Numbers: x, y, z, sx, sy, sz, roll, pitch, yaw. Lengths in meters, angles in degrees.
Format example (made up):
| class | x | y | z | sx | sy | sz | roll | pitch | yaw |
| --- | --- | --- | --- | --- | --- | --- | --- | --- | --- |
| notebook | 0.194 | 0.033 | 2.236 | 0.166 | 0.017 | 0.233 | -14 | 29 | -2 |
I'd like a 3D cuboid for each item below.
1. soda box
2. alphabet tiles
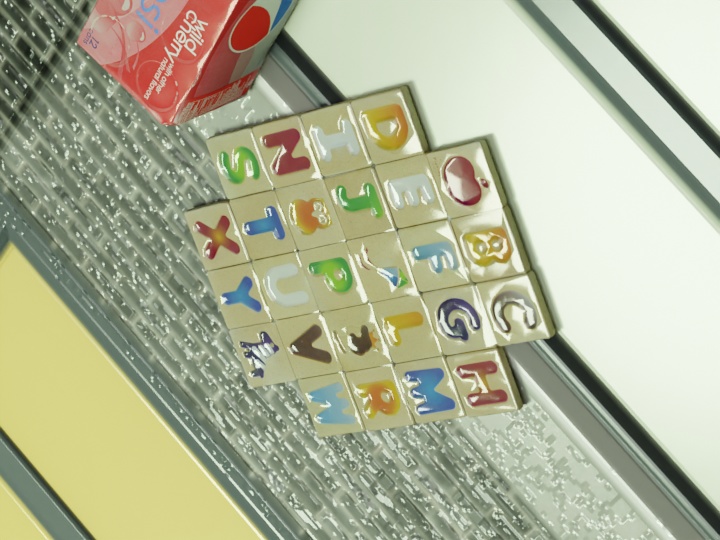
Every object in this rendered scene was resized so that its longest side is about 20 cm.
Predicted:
| class | x | y | z | sx | sy | sz | roll | pitch | yaw |
| --- | --- | --- | --- | --- | --- | --- | --- | --- | --- |
| soda box | -0.056 | -0.162 | 1.115 | 0.070 | 0.063 | 0.200 | 44 | 131 | 13 |
| alphabet tiles | 0.000 | 0.000 | 1.186 | 0.200 | 0.006 | 0.167 | -11 | 103 | 41 |
